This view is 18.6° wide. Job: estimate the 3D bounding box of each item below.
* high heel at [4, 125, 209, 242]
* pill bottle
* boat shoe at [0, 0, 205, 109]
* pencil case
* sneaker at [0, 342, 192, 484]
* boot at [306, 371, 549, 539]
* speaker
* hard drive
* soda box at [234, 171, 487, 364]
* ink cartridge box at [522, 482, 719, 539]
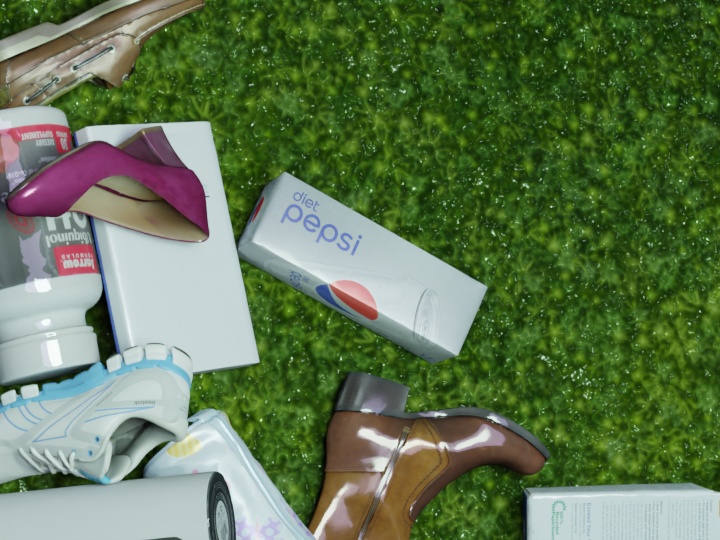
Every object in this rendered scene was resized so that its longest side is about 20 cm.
[{"bbox_3d":[-0.183,-0.048,1.652,0.200,0.067,0.097,-26,86,-53],"label":"high heel"},{"bbox_3d":[-0.261,-0.018,1.695,0.110,0.111,0.202,-11,85,-20],"label":"pill bottle"},{"bbox_3d":[-0.209,-0.177,1.767,0.199,0.072,0.068,-23,93,-11],"label":"boat shoe"},{"bbox_3d":[-0.083,0.205,1.710,0.083,0.091,0.200,-31,76,-41],"label":"pencil case"},{"bbox_3d":[-0.215,0.128,1.658,0.199,0.075,0.087,-24,50,16],"label":"sneaker"},{"bbox_3d":[0.046,0.203,1.785,0.187,0.068,0.202,19,76,-15],"label":"boot"},{"bbox_3d":[-0.198,0.200,1.652,0.198,0.081,0.082,-7,82,10],"label":"speaker"},{"bbox_3d":[-0.153,-0.016,1.750,0.131,0.025,0.202,-6,82,-46],"label":"hard drive"},{"bbox_3d":[0.000,0.000,1.806,0.199,0.063,0.069,30,73,-12],"label":"soda box"},{"bbox_3d":[0.232,0.275,1.802,0.198,0.043,0.198,0,96,-5],"label":"ink cartridge box"}]
